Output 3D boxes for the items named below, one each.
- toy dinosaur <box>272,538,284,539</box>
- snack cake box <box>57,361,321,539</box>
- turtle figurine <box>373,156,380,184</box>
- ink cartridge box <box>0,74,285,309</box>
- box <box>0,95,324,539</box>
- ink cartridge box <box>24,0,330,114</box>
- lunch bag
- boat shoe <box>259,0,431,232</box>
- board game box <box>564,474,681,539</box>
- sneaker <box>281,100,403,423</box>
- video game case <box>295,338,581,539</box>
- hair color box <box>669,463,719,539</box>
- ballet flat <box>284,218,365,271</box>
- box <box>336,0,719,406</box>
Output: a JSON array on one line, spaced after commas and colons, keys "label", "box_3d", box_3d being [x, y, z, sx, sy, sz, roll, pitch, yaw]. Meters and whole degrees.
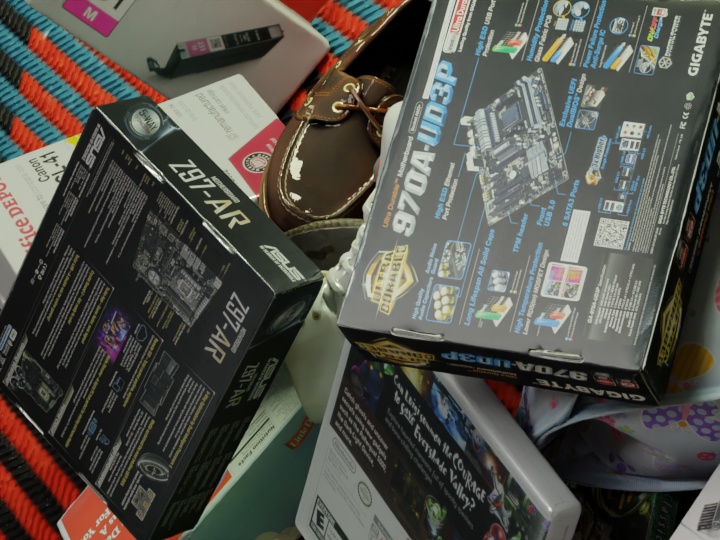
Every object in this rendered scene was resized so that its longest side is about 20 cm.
[{"label": "toy dinosaur", "box_3d": [-0.097, 0.219, 1.675, 0.181, 0.200, 0.105, -12, 64, -5]}, {"label": "snack cake box", "box_3d": [-0.082, 0.122, 1.736, 0.200, 0.067, 0.115, -49, 38, 10]}, {"label": "turtle figurine", "box_3d": [0.069, -0.035, 1.661, 0.200, 0.101, 0.150, 18, 77, 48]}, {"label": "ink cartridge box", "box_3d": [-0.130, -0.027, 1.811, 0.199, 0.086, 0.148, -21, 36, -15]}, {"label": "box", "box_3d": [-0.121, 0.029, 1.636, 0.160, 0.043, 0.200, 44, 127, 23]}, {"label": "ink cartridge box", "box_3d": [-0.095, -0.197, 1.881, 0.174, 0.200, 0.044, -50, 35, 10]}, {"label": "lunch bag", "box_3d": [0.168, 0.016, 1.469, 0.199, 0.127, 0.170, -8, 57, 39]}, {"label": "boat shoe", "box_3d": [-0.001, -0.094, 1.749, 0.070, 0.070, 0.200, -60, 2, 48]}, {"label": "board game box", "box_3d": [0.124, 0.116, 1.541, 0.105, 0.023, 0.201, -11, 56, 46]}, {"label": "sneaker", "box_3d": [0.000, 0.000, 1.593, 0.115, 0.201, 0.074, 2, 23, 17]}, {"label": "video game case", "box_3d": [0.036, 0.128, 1.527, 0.200, 0.023, 0.182, 53, 139, 41]}, {"label": "hair color box", "box_3d": [0.167, 0.202, 1.392, 0.200, 0.065, 0.109, -57, 35, 2]}, {"label": "ballet flat", "box_3d": [-0.047, 0.012, 1.687, 0.199, 0.068, 0.046, -21, 13, 31]}, {"label": "box", "box_3d": [0.092, -0.044, 1.420, 0.158, 0.046, 0.201, 8, 69, 23]}]
